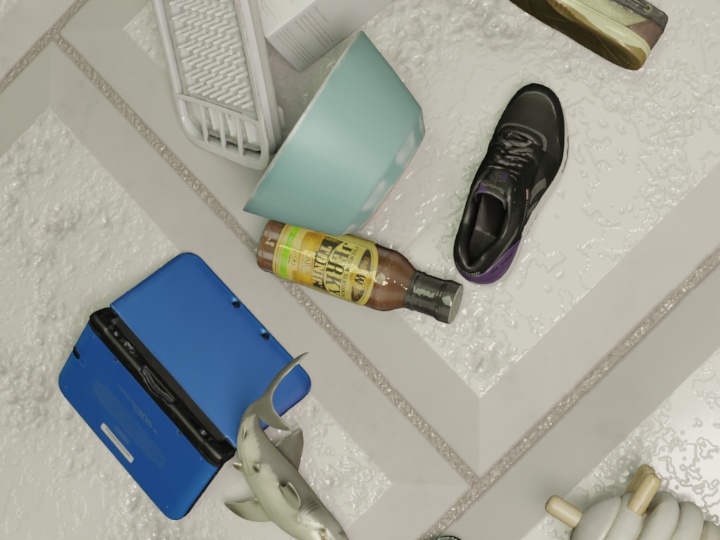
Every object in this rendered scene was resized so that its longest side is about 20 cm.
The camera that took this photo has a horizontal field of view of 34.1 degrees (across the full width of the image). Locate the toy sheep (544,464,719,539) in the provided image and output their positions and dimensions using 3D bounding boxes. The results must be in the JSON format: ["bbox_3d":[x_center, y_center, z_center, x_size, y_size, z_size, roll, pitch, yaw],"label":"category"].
[{"bbox_3d":[0.249,0.247,1.005,0.200,0.138,0.138,32,91,11],"label":"toy sheep"}]

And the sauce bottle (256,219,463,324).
[{"bbox_3d":[0.000,0.000,1.129,0.200,0.065,0.065,17,87,15],"label":"sauce bottle"}]

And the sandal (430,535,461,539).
[{"bbox_3d":[0.014,0.309,1.094,0.200,0.048,0.075,-34,77,7],"label":"sandal"}]

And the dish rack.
[{"bbox_3d":[-0.134,-0.206,1.128,0.172,0.044,0.200,25,134,48],"label":"dish rack"}]

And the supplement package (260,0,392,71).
[{"bbox_3d":[-0.027,-0.311,1.147,0.200,0.117,0.117,-36,75,7],"label":"supplement package"}]

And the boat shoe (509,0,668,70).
[{"bbox_3d":[0.200,-0.268,1.116,0.201,0.072,0.066,38,83,15],"label":"boat shoe"}]

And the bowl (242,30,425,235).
[{"bbox_3d":[-0.012,-0.112,1.097,0.105,0.201,0.201,33,91,-5],"label":"bowl"}]

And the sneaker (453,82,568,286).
[{"bbox_3d":[0.141,-0.083,1.092,0.076,0.088,0.200,17,87,15],"label":"sneaker"}]

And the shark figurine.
[{"bbox_3d":[-0.075,0.168,1.106,0.128,0.090,0.215,6,128,32],"label":"shark figurine"}]

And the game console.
[{"bbox_3d":[-0.180,0.115,1.181,0.200,0.118,0.171,46,126,15],"label":"game console"}]
